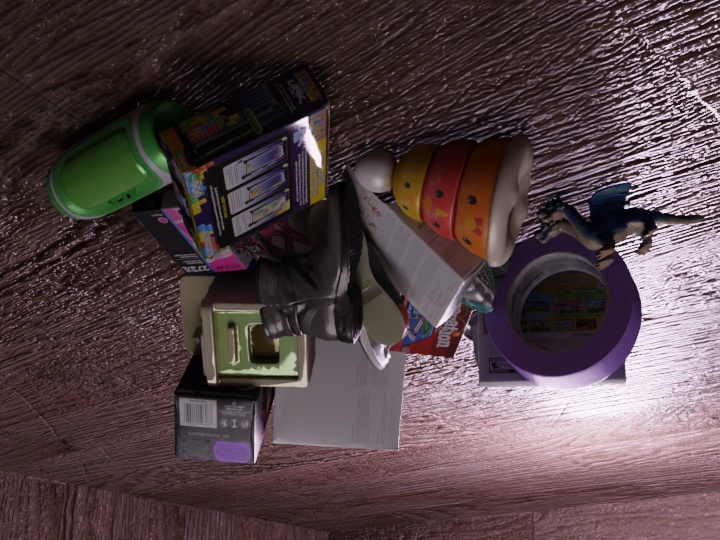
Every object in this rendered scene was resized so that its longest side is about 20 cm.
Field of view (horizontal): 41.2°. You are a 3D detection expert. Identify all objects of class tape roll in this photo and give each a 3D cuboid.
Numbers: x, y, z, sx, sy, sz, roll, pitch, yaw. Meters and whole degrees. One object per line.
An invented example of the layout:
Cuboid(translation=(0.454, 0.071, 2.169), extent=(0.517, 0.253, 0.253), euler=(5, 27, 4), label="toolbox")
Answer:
Cuboid(translation=(0.266, 0.051, 1.263), extent=(0.197, 0.203, 0.066), euler=(-9, 155, 24), label="tape roll")

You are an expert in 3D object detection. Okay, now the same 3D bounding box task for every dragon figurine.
Cuboid(translation=(0.311, -0.067, 1.166), extent=(0.197, 0.101, 0.059), euler=(-22, 152, 5), label="dragon figurine")

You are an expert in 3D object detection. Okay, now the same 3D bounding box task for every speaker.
Cuboid(translation=(-0.262, -0.119, 1.057), extent=(0.198, 0.090, 0.088), euler=(-18, 150, 38), label="speaker")

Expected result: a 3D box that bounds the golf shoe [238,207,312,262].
Cuboid(translation=(-0.105, -0.051, 1.223), extent=(0.199, 0.093, 0.072), euler=(37, 158, -20), label="golf shoe")

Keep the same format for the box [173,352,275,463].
Cuboid(translation=(-0.197, 0.184, 1.427), extent=(0.120, 0.200, 0.108), euler=(4, 112, 2), label="box")

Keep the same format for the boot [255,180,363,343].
Cuboid(translation=(-0.066, -0.008, 1.150), extent=(0.130, 0.203, 0.070), euler=(4, -168, 15), label="boot")

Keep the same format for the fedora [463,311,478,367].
Cuboid(translation=(0.256, 0.119, 1.562), extent=(0.175, 0.092, 0.199), euler=(21, 150, -38), label="fedora")

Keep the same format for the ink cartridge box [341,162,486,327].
Cuboid(translation=(0.054, -0.038, 1.183), extent=(0.047, 0.200, 0.160), euler=(-39, 168, -21), label="ink cartridge box")

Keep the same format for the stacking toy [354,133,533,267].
Cuboid(translation=(0.086, -0.093, 1.075), extent=(0.197, 0.148, 0.146), euler=(12, 160, 17), label="stacking toy")

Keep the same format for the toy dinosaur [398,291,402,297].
Cuboid(translation=(0.075, -0.006, 1.358), extent=(0.198, 0.061, 0.106), euler=(27, 134, -25), label="toy dinosaur")

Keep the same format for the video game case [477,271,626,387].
Cuboid(translation=(0.262, 0.072, 1.335), extent=(0.197, 0.185, 0.023), euler=(-2, 154, 10), label="video game case")

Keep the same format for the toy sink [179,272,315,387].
Cuboid(translation=(-0.166, 0.084, 1.353), extent=(0.197, 0.112, 0.132), euler=(2, 113, 4), label="toy sink")

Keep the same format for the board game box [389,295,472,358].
Cuboid(translation=(0.107, 0.054, 1.365), extent=(0.101, 0.020, 0.201), euler=(6, 138, -6), label="board game box")

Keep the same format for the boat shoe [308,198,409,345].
Cuboid(translation=(0.000, 0.000, 1.204), extent=(0.071, 0.202, 0.063), euler=(-31, -177, 18), label="boat shoe")

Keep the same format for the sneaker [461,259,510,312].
Cuboid(translation=(0.125, -0.039, 1.236), extent=(0.077, 0.092, 0.200), euler=(11, 148, 53), label="sneaker")

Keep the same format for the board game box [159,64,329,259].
Cuboid(translation=(-0.115, -0.109, 1.011), extent=(0.164, 0.057, 0.201), euler=(-29, 161, -15), label="board game box")

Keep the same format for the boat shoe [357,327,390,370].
Cuboid(translation=(0.014, 0.059, 1.365), extent=(0.064, 0.075, 0.204), euler=(-23, 125, -5), label="boat shoe")

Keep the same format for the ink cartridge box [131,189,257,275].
Cuboid(translation=(-0.213, -0.039, 1.272), extent=(0.093, 0.038, 0.200), euler=(-5, 150, 19), label="ink cartridge box")

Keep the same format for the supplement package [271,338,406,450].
Cuboid(translation=(-0.035, 0.166, 1.516), extent=(0.197, 0.195, 0.147), euler=(4, -172, -4), label="supplement package")

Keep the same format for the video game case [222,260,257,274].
Cuboid(translation=(-0.098, -0.006, 1.383), extent=(0.179, 0.026, 0.199), euler=(-13, 153, 31), label="video game case")
